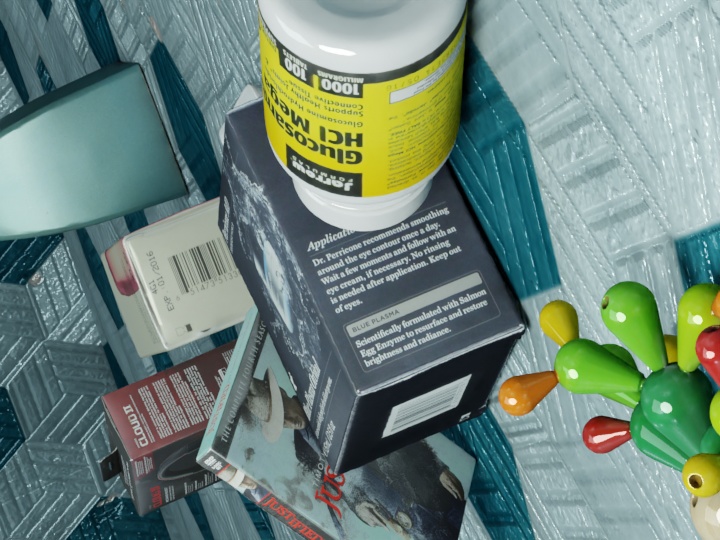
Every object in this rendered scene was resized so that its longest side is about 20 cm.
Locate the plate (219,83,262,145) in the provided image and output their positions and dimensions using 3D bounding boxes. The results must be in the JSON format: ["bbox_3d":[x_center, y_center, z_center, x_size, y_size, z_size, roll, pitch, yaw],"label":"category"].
[{"bbox_3d":[-0.048,-0.040,1.785,0.200,0.032,0.200,66,167,3],"label":"plate"}]

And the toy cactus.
[{"bbox_3d":[0.152,0.083,1.062,0.165,0.102,0.200,59,160,-8],"label":"toy cactus"}]

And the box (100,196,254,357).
[{"bbox_3d":[-0.149,0.004,2.064,0.109,0.128,0.200,68,167,-1],"label":"box"}]

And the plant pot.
[{"bbox_3d":[-0.304,-0.110,2.344,0.142,0.200,0.141,70,167,-11],"label":"plant pot"}]

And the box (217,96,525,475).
[{"bbox_3d":[0.000,0.000,1.462,0.197,0.117,0.200,104,142,-70],"label":"box"}]

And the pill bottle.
[{"bbox_3d":[0.001,-0.108,1.272,0.113,0.112,0.200,61,166,27],"label":"pill bottle"}]

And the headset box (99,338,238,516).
[{"bbox_3d":[-0.155,0.147,2.173,0.075,0.199,0.149,62,166,23],"label":"headset box"}]

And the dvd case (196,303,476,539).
[{"bbox_3d":[-0.012,0.128,1.543,0.200,0.022,0.146,37,-140,-17],"label":"dvd case"}]
